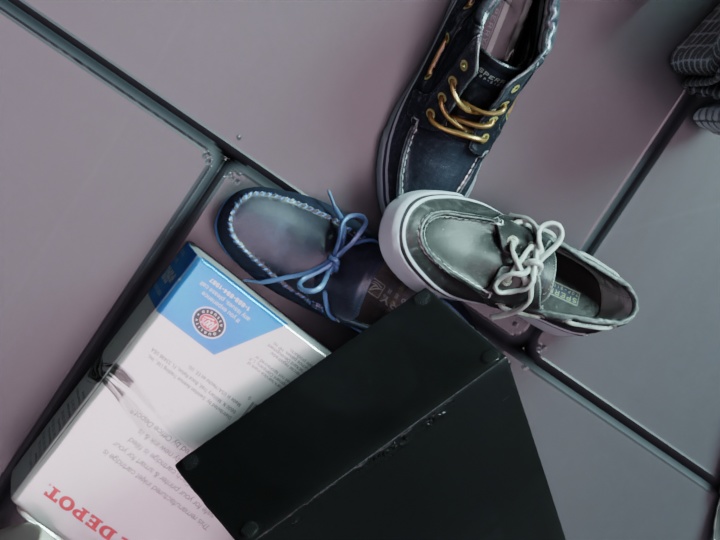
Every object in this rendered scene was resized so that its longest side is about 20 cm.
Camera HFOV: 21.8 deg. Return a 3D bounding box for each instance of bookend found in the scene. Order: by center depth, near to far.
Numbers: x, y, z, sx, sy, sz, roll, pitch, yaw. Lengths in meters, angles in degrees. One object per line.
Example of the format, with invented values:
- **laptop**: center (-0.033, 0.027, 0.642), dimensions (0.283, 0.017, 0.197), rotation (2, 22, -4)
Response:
- **bookend**: center (0.015, 0.153, 1.199), dimensions (0.198, 0.092, 0.201), rotation (-35, 133, -14)

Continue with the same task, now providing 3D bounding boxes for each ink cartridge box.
- **ink cartridge box**: center (-0.116, 0.106, 1.230), dimensions (0.146, 0.084, 0.200), rotation (39, 90, -14)

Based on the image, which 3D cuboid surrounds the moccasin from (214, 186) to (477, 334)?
- **moccasin**: center (0.000, 0.000, 1.241), dimensions (0.199, 0.068, 0.081), rotation (25, 86, -16)

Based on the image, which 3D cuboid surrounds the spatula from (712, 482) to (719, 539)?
- **spatula**: center (0.263, 0.179, 1.344), dimensions (0.056, 0.021, 0.202), rotation (12, 94, -25)

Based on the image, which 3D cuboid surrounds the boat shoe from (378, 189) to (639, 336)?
- **boat shoe**: center (0.102, -0.001, 1.228), dimensions (0.199, 0.068, 0.074), rotation (28, 73, -34)

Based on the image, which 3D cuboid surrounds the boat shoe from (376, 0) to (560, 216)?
- **boat shoe**: center (0.068, -0.112, 1.227), dimensions (0.070, 0.091, 0.202), rotation (19, 95, -13)

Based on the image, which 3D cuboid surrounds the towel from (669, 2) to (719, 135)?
- **towel**: center (0.299, -0.179, 1.224), dimensions (0.200, 0.166, 0.086), rotation (-43, 100, -3)

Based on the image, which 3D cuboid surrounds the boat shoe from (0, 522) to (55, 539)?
- **boat shoe**: center (-0.243, 0.238, 1.206), dimensions (0.199, 0.075, 0.093), rotation (-31, 112, 32)
